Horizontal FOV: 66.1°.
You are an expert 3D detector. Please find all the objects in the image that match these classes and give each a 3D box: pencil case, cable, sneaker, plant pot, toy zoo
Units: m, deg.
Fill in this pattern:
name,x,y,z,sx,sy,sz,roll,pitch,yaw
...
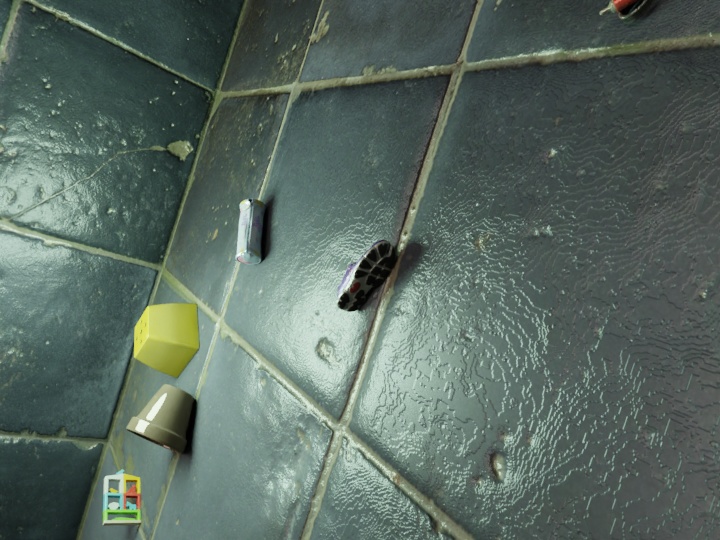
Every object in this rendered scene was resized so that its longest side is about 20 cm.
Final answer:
name,x,y,z,sx,sy,sz,roll,pitch,yaw
pencil case,-0.343,-0.122,1.729,0.091,0.081,0.206,132,141,-63
cable,0.449,-0.449,0.824,0.198,0.049,0.100,-20,61,49
sneaker,0.000,0.000,1.227,0.201,0.079,0.085,-49,36,30
plant pot,-0.638,0.478,1.817,0.198,0.199,0.178,-13,48,49
toy zoo,-0.866,0.821,2.011,0.021,0.129,0.203,-47,42,27
plant pot,-0.708,0.237,1.997,0.200,0.173,0.203,-46,44,30
